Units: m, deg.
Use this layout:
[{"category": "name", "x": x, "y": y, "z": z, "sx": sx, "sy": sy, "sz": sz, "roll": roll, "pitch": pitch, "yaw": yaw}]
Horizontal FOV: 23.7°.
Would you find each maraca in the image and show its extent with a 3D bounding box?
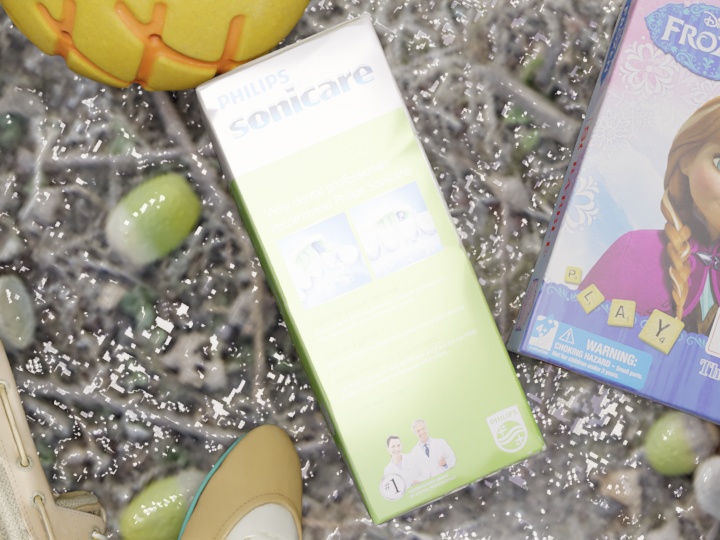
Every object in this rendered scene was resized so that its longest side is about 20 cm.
[{"category": "maraca", "x": -0.113, "y": -0.135, "z": 0.754, "sx": 0.198, "sy": 0.137, "sz": 0.108, "roll": 4, "pitch": 83, "yaw": 17}]

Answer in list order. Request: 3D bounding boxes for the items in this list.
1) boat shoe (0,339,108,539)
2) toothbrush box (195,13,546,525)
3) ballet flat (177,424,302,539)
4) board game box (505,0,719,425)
[{"category": "boat shoe", "x": -0.149, "y": 0.130, "z": 0.812, "sx": 0.065, "sy": 0.072, "sz": 0.201, "roll": -28, "pitch": 94, "yaw": -13}, {"category": "toothbrush box", "x": 0.000, "y": 0.000, "z": 0.785, "sx": 0.085, "sy": 0.146, "sz": 0.202, "roll": -24, "pitch": 91, "yaw": -4}, {"category": "ballet flat", "x": -0.065, "y": 0.167, "z": 0.797, "sx": 0.069, "sy": 0.063, "sz": 0.201, "roll": 45, "pitch": 64, "yaw": -41}, {"category": "board game box", "x": 0.198, "y": -0.022, "z": 0.852, "sx": 0.198, "sy": 0.041, "sz": 0.202, "roll": 19, "pitch": 88, "yaw": -4}]
